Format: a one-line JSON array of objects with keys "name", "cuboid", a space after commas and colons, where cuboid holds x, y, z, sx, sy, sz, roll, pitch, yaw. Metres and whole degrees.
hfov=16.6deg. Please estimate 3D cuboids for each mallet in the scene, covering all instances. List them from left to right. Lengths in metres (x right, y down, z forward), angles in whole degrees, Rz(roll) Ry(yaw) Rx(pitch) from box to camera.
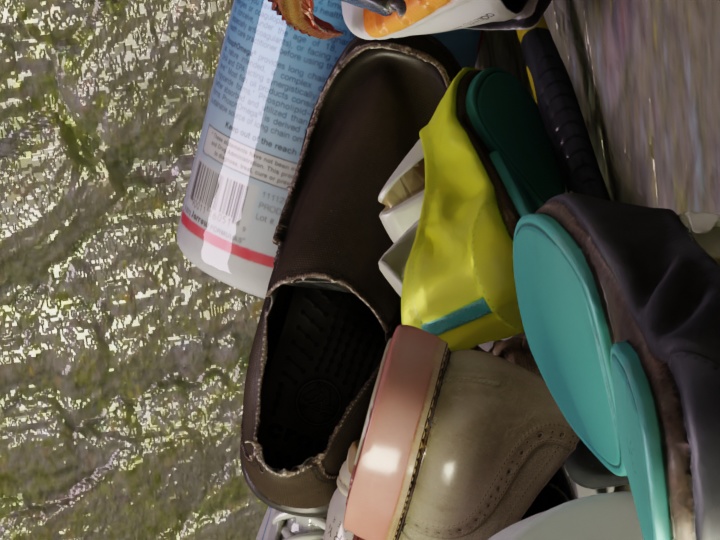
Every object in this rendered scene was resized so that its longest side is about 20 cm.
[{"name": "mallet", "cuboid": [0.063, -0.097, 0.909, 0.066, 0.041, 0.201, 83, 173, -47]}]

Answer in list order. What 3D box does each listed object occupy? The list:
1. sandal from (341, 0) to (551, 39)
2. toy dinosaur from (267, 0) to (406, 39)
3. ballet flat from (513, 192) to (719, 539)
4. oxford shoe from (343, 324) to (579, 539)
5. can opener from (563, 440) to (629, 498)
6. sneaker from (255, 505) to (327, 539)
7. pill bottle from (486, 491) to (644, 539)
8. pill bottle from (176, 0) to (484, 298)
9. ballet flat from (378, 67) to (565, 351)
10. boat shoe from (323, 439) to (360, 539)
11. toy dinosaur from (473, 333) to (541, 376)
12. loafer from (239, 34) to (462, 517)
[{"name": "sandal", "cuboid": [0.053, -0.118, 0.844, 0.206, 0.059, 0.080, -3, 77, 65]}, {"name": "toy dinosaur", "cuboid": [0.011, -0.185, 0.797, 0.182, 0.105, 0.200, -62, 11, -9]}, {"name": "ballet flat", "cuboid": [0.084, 0.023, 0.590, 0.200, 0.073, 0.074, -112, 15, -76]}, {"name": "oxford shoe", "cuboid": [0.032, 0.096, 0.822, 0.200, 0.073, 0.071, 95, -171, -58]}, {"name": "can opener", "cuboid": [0.067, 0.051, 0.840, 0.200, 0.066, 0.054, 96, 166, -72]}, {"name": "sneaker", "cuboid": [-0.019, 0.111, 1.039, 0.201, 0.075, 0.087, -64, -32, -37]}, {"name": "pill bottle", "cuboid": [0.065, 0.132, 0.701, 0.200, 0.113, 0.115, 95, 167, -72]}, {"name": "pill bottle", "cuboid": [-0.005, -0.090, 1.059, 0.109, 0.108, 0.201, -112, 36, -73]}, {"name": "ballet flat", "cuboid": [0.037, -0.022, 0.903, 0.067, 0.067, 0.200, 54, -167, -16]}, {"name": "boat shoe", "cuboid": [0.029, 0.115, 0.997, 0.069, 0.073, 0.200, -61, -25, 1]}, {"name": "toy dinosaur", "cuboid": [0.067, 0.042, 1.047, 0.200, 0.058, 0.102, -129, 16, -86]}, {"name": "loafer", "cuboid": [0.000, 0.000, 0.971, 0.071, 0.073, 0.201, 44, -123, -85]}]
